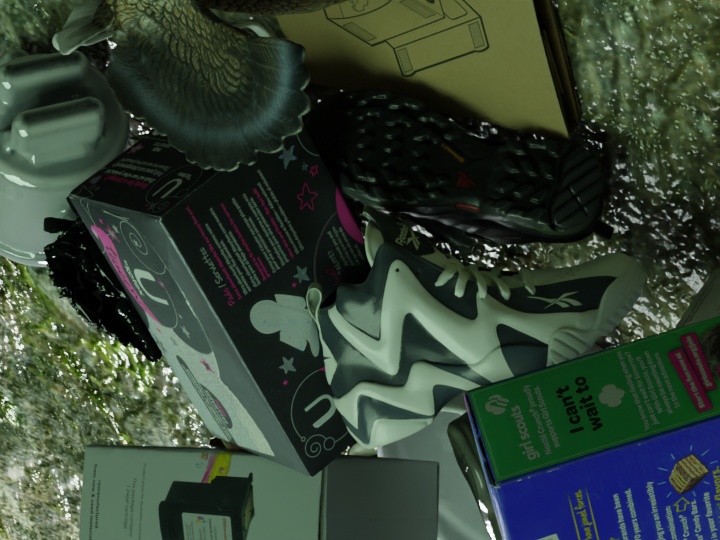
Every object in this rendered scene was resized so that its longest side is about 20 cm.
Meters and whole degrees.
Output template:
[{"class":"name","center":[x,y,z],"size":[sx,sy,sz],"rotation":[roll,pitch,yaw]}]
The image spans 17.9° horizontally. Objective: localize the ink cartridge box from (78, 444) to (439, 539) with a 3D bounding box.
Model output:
[{"class":"ink cartridge box","center":[-0.065,0.162,1.535],"size":[0.200,0.083,0.146],"rotation":[0,174,33]}]

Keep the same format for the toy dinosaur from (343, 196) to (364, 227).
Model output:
[{"class":"toy dinosaur","center":[0.000,0.000,1.543],"size":[0.047,0.088,0.200],"rotation":[-16,104,10]}]

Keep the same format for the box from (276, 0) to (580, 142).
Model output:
[{"class":"box","center":[0.027,-0.160,1.364],"size":[0.200,0.021,0.164],"rotation":[16,145,32]}]

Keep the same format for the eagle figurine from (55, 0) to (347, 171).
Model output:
[{"class":"eagle figurine","center":[-0.089,-0.152,1.296],"size":[0.200,0.152,0.151],"rotation":[33,-168,3]}]

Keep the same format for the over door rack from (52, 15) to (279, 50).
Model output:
[{"class":"over door rack","center":[-0.144,-0.184,1.440],"size":[0.148,0.067,0.200],"rotation":[2,129,45]}]

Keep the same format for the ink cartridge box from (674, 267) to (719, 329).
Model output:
[{"class":"ink cartridge box","center":[0.296,0.052,1.318],"size":[0.147,0.083,0.200],"rotation":[46,148,-14]}]

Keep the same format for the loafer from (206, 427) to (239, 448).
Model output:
[{"class":"loafer","center":[-0.088,0.102,1.701],"size":[0.076,0.068,0.200],"rotation":[23,-162,-31]}]

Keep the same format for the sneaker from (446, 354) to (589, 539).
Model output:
[{"class":"sneaker","center":[0.115,0.111,1.391],"size":[0.199,0.114,0.076],"rotation":[75,173,-73]}]

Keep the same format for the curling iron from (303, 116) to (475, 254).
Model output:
[{"class":"curling iron","center":[-0.007,-0.073,1.515],"size":[0.200,0.026,0.050],"rotation":[32,170,-1]}]

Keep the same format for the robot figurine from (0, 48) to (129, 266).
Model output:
[{"class":"robot figurine","center":[-0.225,-0.077,1.635],"size":[0.200,0.113,0.170],"rotation":[108,148,-59]}]

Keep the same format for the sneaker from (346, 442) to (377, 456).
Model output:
[{"class":"sneaker","center":[0.073,0.177,1.695],"size":[0.200,0.076,0.076],"rotation":[16,171,28]}]

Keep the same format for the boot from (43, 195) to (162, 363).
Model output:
[{"class":"boot","center":[-0.108,-0.005,1.569],"size":[0.198,0.163,0.073],"rotation":[47,149,-16]}]

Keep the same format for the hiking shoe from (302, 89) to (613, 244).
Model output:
[{"class":"hiking shoe","center":[0.056,-0.051,1.413],"size":[0.200,0.076,0.101],"rotation":[18,164,19]}]

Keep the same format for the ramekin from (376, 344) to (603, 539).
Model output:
[{"class":"ramekin","center":[0.121,0.126,1.571],"size":[0.200,0.105,0.200],"rotation":[26,147,19]}]

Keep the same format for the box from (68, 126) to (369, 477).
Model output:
[{"class":"box","center":[-0.070,0.009,1.428],"size":[0.132,0.115,0.200],"rotation":[14,137,56]}]

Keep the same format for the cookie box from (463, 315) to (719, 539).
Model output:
[{"class":"cookie box","center":[0.172,0.117,1.266],"size":[0.200,0.075,0.171],"rotation":[-17,134,0]}]

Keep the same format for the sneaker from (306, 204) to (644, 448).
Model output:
[{"class":"sneaker","center":[0.058,0.006,1.358],"size":[0.199,0.079,0.130],"rotation":[-26,100,11]}]
